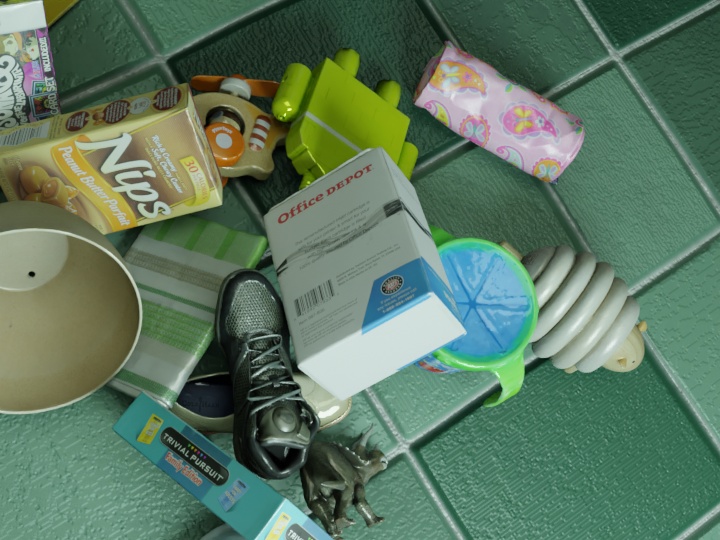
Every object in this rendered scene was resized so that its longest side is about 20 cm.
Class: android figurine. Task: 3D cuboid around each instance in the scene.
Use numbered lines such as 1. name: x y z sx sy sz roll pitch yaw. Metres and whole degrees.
1. android figurine: -0.014 -0.146 1.219 0.182 0.041 0.201 32 52 -23

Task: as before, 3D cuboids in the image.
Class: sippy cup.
1. sippy cup: 0.098 0.048 1.174 0.139 0.130 0.179 9 72 -13

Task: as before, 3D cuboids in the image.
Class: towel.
1. towel: -0.194 0.035 1.124 0.149 0.031 0.200 18 64 28

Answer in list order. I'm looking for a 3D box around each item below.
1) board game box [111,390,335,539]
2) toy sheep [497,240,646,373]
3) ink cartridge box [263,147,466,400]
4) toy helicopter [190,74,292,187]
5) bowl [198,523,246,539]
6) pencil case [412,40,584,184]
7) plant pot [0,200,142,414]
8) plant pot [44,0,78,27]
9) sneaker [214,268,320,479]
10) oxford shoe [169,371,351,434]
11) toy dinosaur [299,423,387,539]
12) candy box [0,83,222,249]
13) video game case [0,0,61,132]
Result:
1. board game box: -0.112 0.201 1.010 0.200 0.151 0.047 28 73 37
2. toy sheep: 0.221 0.039 1.207 0.200 0.138 0.138 35 69 -2
3. ink cartridge box: 0.000 0.000 1.088 0.144 0.084 0.200 -29 48 15
4. toy helicopter: -0.107 -0.160 1.227 0.199 0.079 0.133 -6 66 -27
5. bowl: -0.086 0.331 1.065 0.200 0.090 0.202 4 73 -14
6. pencil case: 0.160 -0.179 1.285 0.199 0.087 0.088 28 69 -6
7. plant pot: -0.314 0.013 1.051 0.199 0.201 0.135 -9 36 -17
8. plant pot: -0.401 -0.348 1.139 0.176 0.200 0.200 37 68 11
9. sneaker: -0.083 0.098 1.040 0.076 0.114 0.200 -5 94 -24
10. oxford shoe: -0.101 0.134 1.127 0.199 0.074 0.071 -3 75 -15
11. toy dinosaur: -0.029 0.203 1.079 0.077 0.200 0.103 -29 70 13
12. candy box: -0.246 -0.100 1.104 0.199 0.116 0.055 -13 38 3
13. video game case: -0.384 -0.166 1.086 0.181 0.201 0.036 -12 44 -18
